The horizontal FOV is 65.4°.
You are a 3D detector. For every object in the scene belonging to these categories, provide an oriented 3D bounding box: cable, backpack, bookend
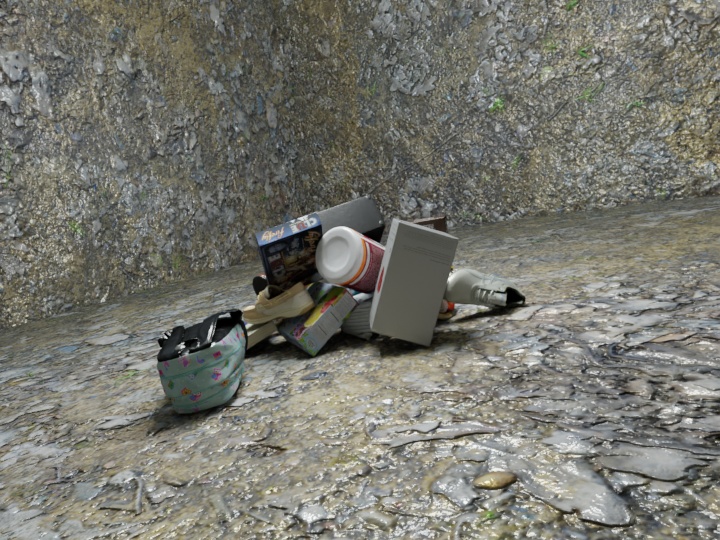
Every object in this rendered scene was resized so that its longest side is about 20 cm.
[{"bbox_3d":[0.039,0.087,1.238,0.196,0.072,0.197,-17,10,-39],"label":"cable"},{"bbox_3d":[-0.269,0.154,0.962,0.163,0.130,0.200,-22,9,-3],"label":"backpack"},{"bbox_3d":[-0.054,-0.071,1.410,0.194,0.094,0.201,-21,-21,-16],"label":"bookend"}]

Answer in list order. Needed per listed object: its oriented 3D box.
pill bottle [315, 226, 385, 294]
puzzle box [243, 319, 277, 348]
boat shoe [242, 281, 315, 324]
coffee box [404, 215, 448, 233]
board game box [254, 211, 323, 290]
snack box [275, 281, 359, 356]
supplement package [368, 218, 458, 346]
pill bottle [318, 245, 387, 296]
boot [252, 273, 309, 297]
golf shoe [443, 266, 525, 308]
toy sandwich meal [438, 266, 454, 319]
[{"bbox_3d":[-0.001,-0.014,1.187,0.110,0.117,0.199,-5,-14,29],"label":"pill bottle"},{"bbox_3d":[-0.256,0.140,1.270,0.131,0.026,0.200,-33,12,-8],"label":"puzzle box"},{"bbox_3d":[-0.180,0.064,1.182,0.196,0.071,0.073,-14,11,35],"label":"boat shoe"},{"bbox_3d":[0.167,-0.024,1.370,0.111,0.207,0.080,-8,7,14],"label":"coffee box"},{"bbox_3d":[-0.142,-0.027,1.181,0.132,0.035,0.202,-21,-30,-12],"label":"board game box"},{"bbox_3d":[-0.099,0.096,1.192,0.142,0.053,0.199,-47,19,-14],"label":"snack box"},{"bbox_3d":[0.094,0.019,1.057,0.116,0.206,0.121,14,7,-4],"label":"supplement package"},{"bbox_3d":[0.000,0.000,1.348,0.195,0.114,0.110,-20,10,-19],"label":"pill bottle"},{"bbox_3d":[-0.177,0.017,1.404,0.069,0.186,0.203,-45,25,32],"label":"boot"},{"bbox_3d":[0.260,0.042,1.168,0.195,0.081,0.097,0,15,-29],"label":"golf shoe"},{"bbox_3d":[0.144,0.010,1.206,0.070,0.207,0.204,-43,-10,28],"label":"toy sandwich meal"}]
